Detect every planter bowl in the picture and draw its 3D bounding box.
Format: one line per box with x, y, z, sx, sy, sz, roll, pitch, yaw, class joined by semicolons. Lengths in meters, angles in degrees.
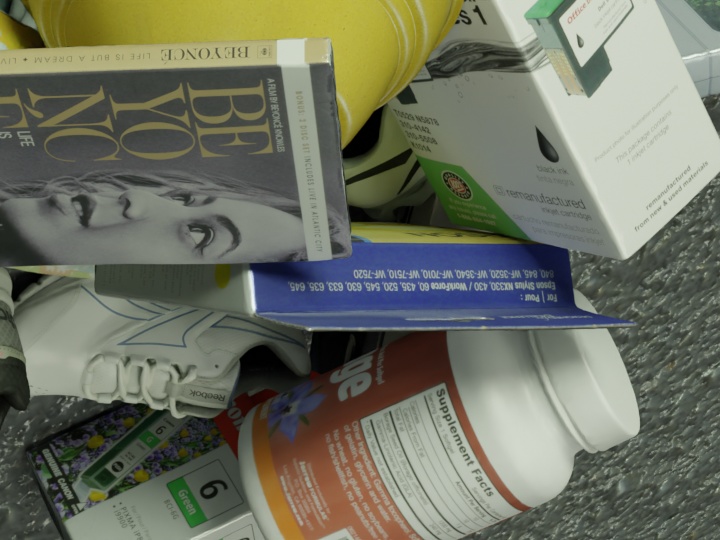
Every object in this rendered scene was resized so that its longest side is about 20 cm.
-0.054;-0.092;0.850;0.199;0.084;0.201;1;151;1;planter bowl

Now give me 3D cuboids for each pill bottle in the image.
0.043;0.088;1.080;0.199;0.113;0.112;-25;147;17;pill bottle

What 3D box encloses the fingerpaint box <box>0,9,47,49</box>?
-0.252;-0.072;0.845;0.166;0.074;0.200;-29;147;21;fingerpaint box

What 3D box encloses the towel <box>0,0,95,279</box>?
-0.124;-0.078;1.001;0.171;0.048;0.200;6;127;-46;towel

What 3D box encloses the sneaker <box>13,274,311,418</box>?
-0.113;0.041;1.107;0.199;0.087;0.075;-9;138;-29;sneaker

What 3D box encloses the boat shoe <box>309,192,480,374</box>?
0.027;-0.011;1.183;0.074;0.093;0.201;19;90;-43;boat shoe

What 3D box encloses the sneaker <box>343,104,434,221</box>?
0.043;-0.110;1.072;0.200;0.074;0.088;-49;144;17;sneaker

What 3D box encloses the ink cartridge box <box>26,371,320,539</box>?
-0.085;0.116;1.192;0.199;0.109;0.051;-25;143;-15;ink cartridge box

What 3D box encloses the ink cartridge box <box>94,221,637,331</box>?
0.000;0.000;0.993;0.197;0.200;0.047;0;92;-36;ink cartridge box

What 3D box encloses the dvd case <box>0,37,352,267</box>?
-0.106;-0.043;0.829;0.199;0.016;0.149;-2;150;2;dvd case

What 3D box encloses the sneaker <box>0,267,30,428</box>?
-0.234;0.087;0.995;0.200;0.088;0.074;-44;144;17;sneaker

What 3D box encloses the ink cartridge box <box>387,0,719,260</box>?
0.067;-0.116;0.955;0.084;0.146;0.201;-42;118;-21;ink cartridge box

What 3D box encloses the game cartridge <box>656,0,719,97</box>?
0.206;-0.163;1.094;0.199;0.133;0.041;-25;144;-14;game cartridge
